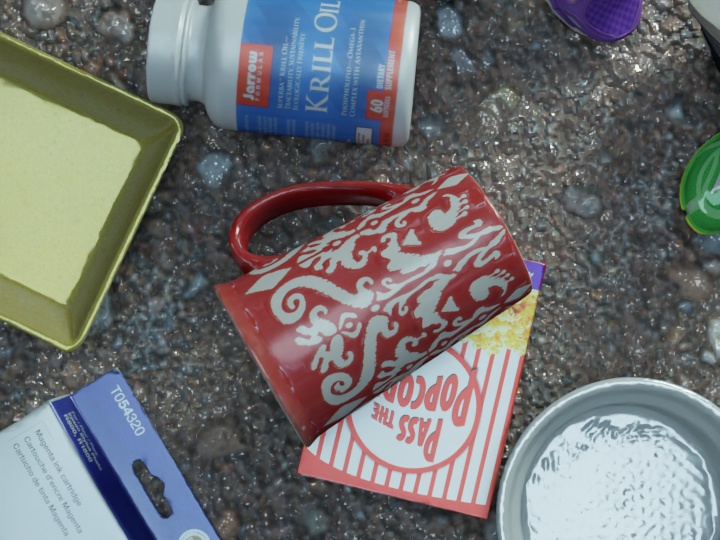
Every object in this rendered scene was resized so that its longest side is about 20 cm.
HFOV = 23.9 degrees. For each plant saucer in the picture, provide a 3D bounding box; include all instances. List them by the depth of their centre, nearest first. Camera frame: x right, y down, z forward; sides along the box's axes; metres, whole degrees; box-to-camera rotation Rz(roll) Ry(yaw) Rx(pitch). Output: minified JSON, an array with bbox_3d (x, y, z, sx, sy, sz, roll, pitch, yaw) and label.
[{"bbox_3d":[-0.263,-0.066,1.321,0.200,0.048,0.200,25,87,2],"label":"plant saucer"}]

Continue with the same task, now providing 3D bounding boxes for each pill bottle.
[{"bbox_3d":[-0.057,-0.158,1.291,0.199,0.112,0.113,5,87,1],"label":"pill bottle"}]

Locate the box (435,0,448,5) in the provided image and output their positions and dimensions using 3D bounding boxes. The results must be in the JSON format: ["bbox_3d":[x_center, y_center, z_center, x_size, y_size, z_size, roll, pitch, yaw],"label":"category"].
[{"bbox_3d":[0.084,-0.333,1.267,0.193,0.048,0.200,-35,122,0],"label":"box"}]

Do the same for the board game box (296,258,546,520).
[{"bbox_3d":[0.047,0.076,1.307,0.151,0.046,0.201,12,87,2],"label":"board game box"}]

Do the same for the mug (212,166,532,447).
[{"bbox_3d":[0.002,0.001,1.227,0.200,0.133,0.178,-30,88,-4],"label":"mug"}]

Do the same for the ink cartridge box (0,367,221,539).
[{"bbox_3d":[-0.225,0.207,1.309,0.200,0.043,0.197,-32,86,1],"label":"ink cartridge box"}]

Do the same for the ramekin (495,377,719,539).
[{"bbox_3d":[0.198,0.180,1.273,0.200,0.098,0.201,0,86,1],"label":"ramekin"}]

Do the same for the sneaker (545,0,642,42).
[{"bbox_3d":[0.173,-0.250,1.265,0.080,0.089,0.200,-25,126,-7],"label":"sneaker"}]

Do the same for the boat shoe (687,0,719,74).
[{"bbox_3d":[0.318,-0.141,1.258,0.075,0.093,0.200,-32,56,6],"label":"boat shoe"}]

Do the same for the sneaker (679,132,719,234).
[{"bbox_3d":[0.331,-0.096,1.293,0.200,0.084,0.074,-29,87,0],"label":"sneaker"}]
